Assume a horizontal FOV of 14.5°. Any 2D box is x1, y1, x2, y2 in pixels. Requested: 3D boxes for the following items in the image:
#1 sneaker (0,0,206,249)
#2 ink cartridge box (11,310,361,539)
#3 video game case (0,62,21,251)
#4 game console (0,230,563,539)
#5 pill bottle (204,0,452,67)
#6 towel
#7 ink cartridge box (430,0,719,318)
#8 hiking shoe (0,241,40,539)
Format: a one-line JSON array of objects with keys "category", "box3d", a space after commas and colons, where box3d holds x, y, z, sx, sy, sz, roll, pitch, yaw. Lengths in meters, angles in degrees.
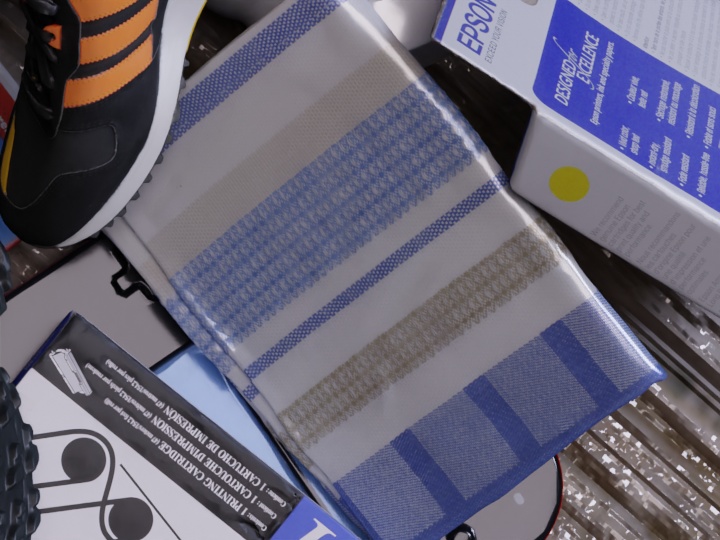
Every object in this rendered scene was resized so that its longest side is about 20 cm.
[{"category": "sneaker", "box3d": [-0.102, -0.102, 1.018, 0.090, 0.070, 0.200, 11, 115, -43]}, {"category": "ink cartridge box", "box3d": [-0.060, 0.113, 1.066, 0.200, 0.044, 0.094, 40, 83, -4]}, {"category": "video game case", "box3d": [-0.224, -0.030, 1.079, 0.200, 0.017, 0.143, -37, 92, -16]}, {"category": "game console", "box3d": [-0.035, 0.060, 1.108, 0.177, 0.031, 0.200, -34, 91, -16]}, {"category": "pill bottle", "box3d": [-0.030, -0.167, 1.097, 0.116, 0.116, 0.200, -23, 88, -16]}, {"category": "towel", "box3d": [0.000, 0.000, 1.059, 0.147, 0.024, 0.200, -39, 92, 27]}, {"category": "ink cartridge box", "box3d": [0.115, -0.063, 1.094, 0.200, 0.198, 0.047, 30, 120, -6]}, {"category": "hiking shoe", "box3d": [-0.168, 0.053, 1.015, 0.087, 0.074, 0.200, -19, 56, 16]}]
